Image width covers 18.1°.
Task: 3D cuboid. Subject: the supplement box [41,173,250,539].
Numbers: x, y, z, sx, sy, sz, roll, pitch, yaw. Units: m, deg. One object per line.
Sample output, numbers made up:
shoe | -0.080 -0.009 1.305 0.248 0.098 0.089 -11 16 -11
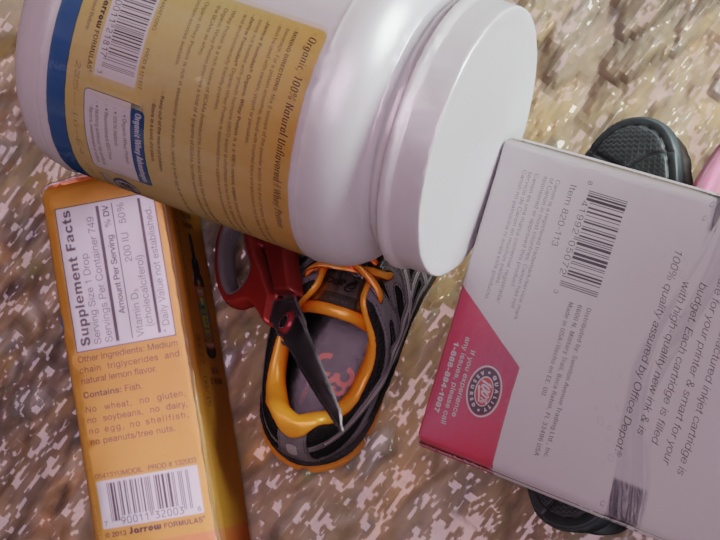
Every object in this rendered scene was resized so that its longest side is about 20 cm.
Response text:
supplement box | -0.103 0.051 1.097 0.068 0.067 0.201 -8 85 8

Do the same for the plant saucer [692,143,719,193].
plant saucer | 0.240 0.007 1.063 0.199 0.051 0.202 0 88 -7

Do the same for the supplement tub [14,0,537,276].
supplement tub | -0.036 -0.087 1.003 0.199 0.145 0.145 20 88 19

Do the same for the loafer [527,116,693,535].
loafer | 0.125 0.029 1.090 0.072 0.063 0.201 7 83 36

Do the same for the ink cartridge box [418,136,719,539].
ink cartridge box | 0.140 0.040 0.973 0.199 0.083 0.147 19 94 37

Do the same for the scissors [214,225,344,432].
scissors | -0.037 0.024 1.045 0.014 0.200 0.073 28 121 -30

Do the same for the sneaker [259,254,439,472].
sneaker | 0.000 0.000 1.086 0.078 0.077 0.201 13 86 8
